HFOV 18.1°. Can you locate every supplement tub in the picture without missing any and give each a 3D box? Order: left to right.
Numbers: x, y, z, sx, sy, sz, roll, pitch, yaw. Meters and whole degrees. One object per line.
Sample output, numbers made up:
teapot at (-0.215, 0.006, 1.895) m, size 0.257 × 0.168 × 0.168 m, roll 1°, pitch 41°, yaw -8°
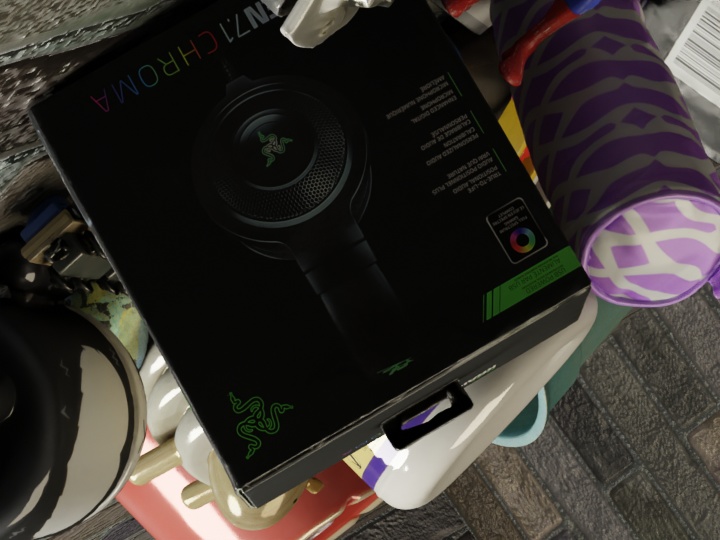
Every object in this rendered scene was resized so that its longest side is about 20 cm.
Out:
supplement tub at (0.000, 0.000, 1.091) m, size 0.145 × 0.200 × 0.145 m, roll -45°, pitch 171°, yaw -9°

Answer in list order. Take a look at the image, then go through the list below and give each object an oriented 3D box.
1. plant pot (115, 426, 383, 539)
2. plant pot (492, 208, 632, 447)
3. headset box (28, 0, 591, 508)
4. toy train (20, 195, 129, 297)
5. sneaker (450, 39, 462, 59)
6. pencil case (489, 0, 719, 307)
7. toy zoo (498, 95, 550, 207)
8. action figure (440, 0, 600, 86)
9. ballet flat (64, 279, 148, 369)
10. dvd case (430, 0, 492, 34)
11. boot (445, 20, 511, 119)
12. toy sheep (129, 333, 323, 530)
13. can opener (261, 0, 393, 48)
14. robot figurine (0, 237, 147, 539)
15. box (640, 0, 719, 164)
plant pot at (-0.077, 0.099, 1.424) m, size 0.200 × 0.178 × 0.201 m, roll -35°, pitch 170°, yaw -7°
plant pot at (0.117, -0.018, 1.554) m, size 0.196 × 0.200 × 0.200 m, roll -41°, pitch 173°, yaw -24°
headset box at (-0.018, -0.016, 0.973) m, size 0.173 × 0.201 × 0.093 m, roll -29°, pitch 170°, yaw -4°
toy train at (-0.124, -0.012, 1.127) m, size 0.034 × 0.046 × 0.200 m, roll -40°, pitch 171°, yaw 8°
sneaker at (-0.006, -0.060, 1.217) m, size 0.066 × 0.079 × 0.200 m, roll -29°, pitch 170°, yaw -42°
pencil case at (0.122, -0.075, 1.102) m, size 0.085 × 0.201 × 0.084 m, roll 24°, pitch 129°, yaw -34°
toy zoo at (0.109, -0.087, 1.262) m, size 0.201 × 0.020 × 0.131 m, roll -59°, pitch 163°, yaw 3°
action figure at (0.123, -0.157, 0.979) m, size 0.200 × 0.065 × 0.099 m, roll -40°, pitch -173°, yaw 19°
ballet flat at (-0.176, 0.075, 1.253) m, size 0.074 × 0.074 × 0.200 m, roll -28°, pitch 166°, yaw -39°
dvd case at (0.119, -0.198, 1.145) m, size 0.200 × 0.025 × 0.150 m, roll -37°, pitch 170°, yaw 10°
boot at (0.060, -0.096, 1.327) m, size 0.096 × 0.075 × 0.200 m, roll -26°, pitch 160°, yaw -2°
toy sheep at (-0.068, 0.053, 1.270) m, size 0.137 × 0.201 × 0.138 m, roll -8°, pitch 149°, yaw -5°
can opener at (0.017, -0.172, 0.866) m, size 0.053 × 0.067 × 0.201 m, roll -20°, pitch 148°, yaw -56°
robot figurine at (-0.179, 0.074, 1.106) m, size 0.150 × 0.125 × 0.200 m, roll -37°, pitch 170°, yaw 11°
box at (0.237, -0.176, 1.222) m, size 0.200 × 0.104 × 0.148 m, roll -51°, pitch 172°, yaw -36°
